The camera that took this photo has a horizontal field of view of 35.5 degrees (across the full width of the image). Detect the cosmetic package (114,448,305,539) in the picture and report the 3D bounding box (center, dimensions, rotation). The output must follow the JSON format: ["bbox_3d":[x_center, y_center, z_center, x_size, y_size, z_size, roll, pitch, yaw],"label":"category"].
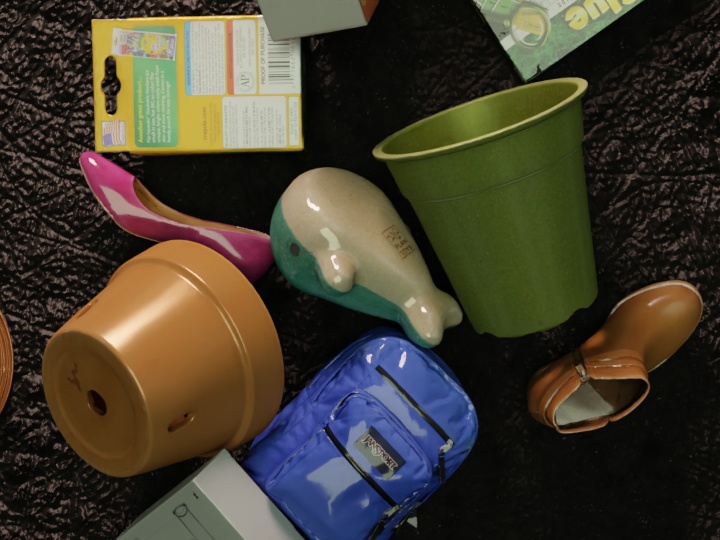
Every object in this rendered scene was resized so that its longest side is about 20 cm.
[{"bbox_3d":[-0.132,0.266,1.039,0.151,0.052,0.200,49,137,1],"label":"cosmetic package"}]

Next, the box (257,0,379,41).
[{"bbox_3d":[-0.050,-0.322,0.971,0.096,0.125,0.202,-4,128,23],"label":"box"}]

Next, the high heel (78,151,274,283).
[{"bbox_3d":[-0.171,-0.059,1.067,0.096,0.067,0.200,-42,96,13],"label":"high heel"}]

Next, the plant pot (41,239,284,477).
[{"bbox_3d":[-0.185,0.091,1.000,0.198,0.140,0.203,16,119,31],"label":"plant pot"}]

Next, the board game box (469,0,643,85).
[{"bbox_3d":[0.210,-0.278,1.072,0.199,0.023,0.105,-35,94,3],"label":"board game box"}]

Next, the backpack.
[{"bbox_3d":[0.013,0.161,1.033,0.200,0.168,0.163,-44,97,-2],"label":"backpack"}]

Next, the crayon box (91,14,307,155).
[{"bbox_3d":[-0.151,-0.175,1.072,0.197,0.052,0.128,-1,93,1],"label":"crayon box"}]

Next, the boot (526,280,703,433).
[{"bbox_3d":[0.243,0.084,1.024,0.199,0.155,0.074,-36,92,3],"label":"boot"}]

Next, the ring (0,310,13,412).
[{"bbox_3d":[-0.441,0.089,1.112,0.197,0.019,0.204,0,93,1],"label":"ring"}]

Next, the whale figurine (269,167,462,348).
[{"bbox_3d":[0.000,0.000,1.039,0.200,0.159,0.104,44,121,5],"label":"whale figurine"}]

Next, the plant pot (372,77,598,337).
[{"bbox_3d":[0.132,-0.049,1.019,0.198,0.200,0.192,-18,106,3],"label":"plant pot"}]
